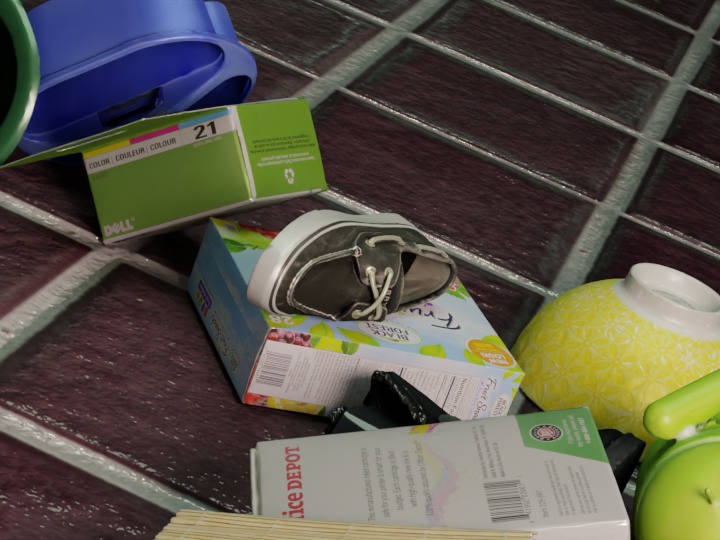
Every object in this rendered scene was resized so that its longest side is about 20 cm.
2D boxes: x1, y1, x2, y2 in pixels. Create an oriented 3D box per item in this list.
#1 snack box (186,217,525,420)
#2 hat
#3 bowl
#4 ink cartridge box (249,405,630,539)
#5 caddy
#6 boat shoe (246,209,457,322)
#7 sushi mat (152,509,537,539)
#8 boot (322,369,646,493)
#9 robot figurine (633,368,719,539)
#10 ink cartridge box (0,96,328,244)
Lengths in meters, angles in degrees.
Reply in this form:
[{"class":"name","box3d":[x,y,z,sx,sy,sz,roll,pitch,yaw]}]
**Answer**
[{"class":"snack box","box3d":[-0.006,0.043,1.557,0.200,0.068,0.169,10,24,-23]},{"class":"hat","box3d":[-0.273,-0.138,1.655,0.200,0.166,0.176,57,17,22]},{"class":"bowl","box3d":[0.225,0.060,1.686,0.200,0.108,0.200,19,21,-8]},{"class":"ink cartridge box","box3d":[0.041,0.151,1.215,0.200,0.088,0.145,-5,23,-2]},{"class":"caddy","box3d":[-0.179,-0.148,1.689,0.141,0.200,0.105,43,30,-59]},{"class":"boat shoe","box3d":[0.000,0.000,1.478,0.064,0.071,0.200,32,23,25]},{"class":"sushi mat","box3d":[-0.016,0.148,1.104,0.200,0.012,0.096,2,18,17]},{"class":"boot","box3d":[0.082,0.117,1.446,0.168,0.077,0.200,34,30,19]},{"class":"robot figurine","box3d":[0.236,0.158,1.421,0.200,0.116,0.176,-40,108,-80]},{"class":"ink cartridge box","box3d":[-0.142,-0.068,1.582,0.148,0.076,0.200,-14,1,33]}]
